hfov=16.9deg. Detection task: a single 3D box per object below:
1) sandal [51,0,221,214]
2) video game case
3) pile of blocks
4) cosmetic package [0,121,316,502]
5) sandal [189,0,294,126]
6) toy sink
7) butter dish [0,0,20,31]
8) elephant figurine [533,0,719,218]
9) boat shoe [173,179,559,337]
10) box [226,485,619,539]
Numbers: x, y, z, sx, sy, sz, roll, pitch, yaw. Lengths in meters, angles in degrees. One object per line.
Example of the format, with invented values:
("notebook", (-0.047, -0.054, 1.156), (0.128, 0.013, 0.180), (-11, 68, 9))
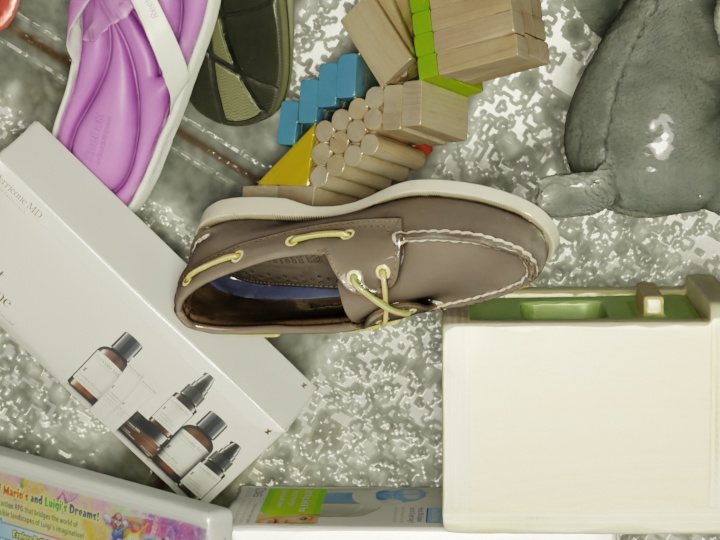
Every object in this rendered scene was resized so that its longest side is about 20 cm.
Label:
("sandal", (-0.117, -0.115, 1.215), (0.082, 0.050, 0.204), (15, 113, 14))
("video game case", (-0.150, 0.192, 1.242), (0.199, 0.024, 0.183), (11, 100, 37))
("pile of blocks", (0.019, -0.087, 1.233), (0.200, 0.062, 0.082), (-39, 63, 22))
("cosmetic package", (-0.125, 0.025, 1.244), (0.200, 0.051, 0.083), (43, 122, -4))
("sandal", (-0.056, -0.174, 1.229), (0.079, 0.057, 0.202), (18, 117, 17))
("toy sink", (0.139, 0.064, 1.216), (0.198, 0.130, 0.113), (0, 98, 3))
("butter dish", (-0.260, -0.221, 1.180), (0.199, 0.148, 0.201), (10, 97, 1))
("elephant figurine", (0.166, -0.132, 1.183), (0.140, 0.155, 0.201), (7, 106, 3))
("boat shoe", (0.000, 0.000, 1.178), (0.199, 0.060, 0.072), (-1, 135, 28))
("box", (0.031, 0.170, 1.242), (0.198, 0.113, 0.102), (0, 96, 3))
